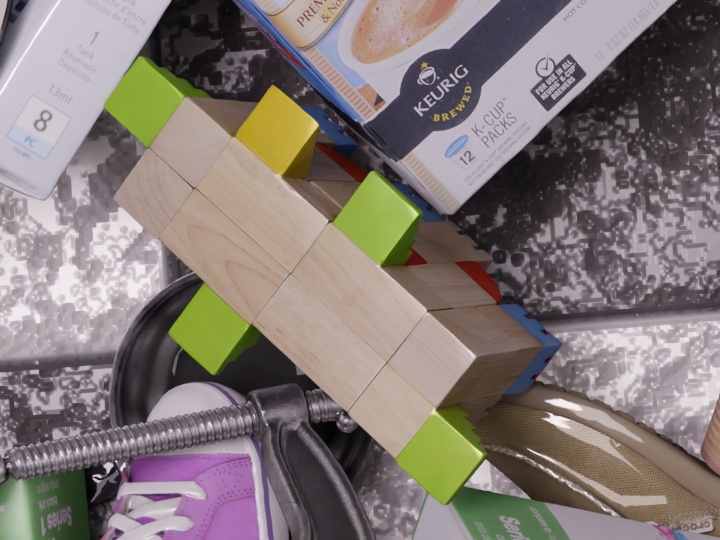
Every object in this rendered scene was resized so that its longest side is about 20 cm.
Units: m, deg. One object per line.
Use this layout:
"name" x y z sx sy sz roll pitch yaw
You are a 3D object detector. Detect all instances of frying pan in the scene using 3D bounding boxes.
"frying pan" -0.071 0.083 1.158 0.115 0.031 0.190 39 100 7

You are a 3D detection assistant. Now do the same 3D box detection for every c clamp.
"c clamp" -0.080 0.085 1.059 0.200 0.027 0.171 -15 55 -23

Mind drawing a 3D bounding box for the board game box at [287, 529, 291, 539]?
"board game box" -0.022 0.177 1.061 0.023 0.200 0.105 21 108 -21

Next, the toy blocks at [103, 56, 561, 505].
"toy blocks" 0.000 0.000 1.079 0.200 0.137 0.100 42 106 17

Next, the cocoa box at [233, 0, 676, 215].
"cocoa box" 0.046 -0.149 1.088 0.200 0.133 0.131 -43 118 1

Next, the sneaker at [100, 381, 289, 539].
"sneaker" -0.090 0.128 1.068 0.073 0.114 0.201 -9 65 34

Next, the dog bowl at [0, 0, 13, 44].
"dog bowl" -0.233 -0.115 1.038 0.200 0.074 0.200 2 84 -14

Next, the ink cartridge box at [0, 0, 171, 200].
"ink cartridge box" -0.115 -0.138 1.109 0.047 0.160 0.200 31 91 -28

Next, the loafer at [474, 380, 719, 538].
"loafer" 0.115 0.102 1.120 0.200 0.076 0.067 25 83 5

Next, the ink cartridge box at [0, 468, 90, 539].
"ink cartridge box" -0.182 0.182 1.125 0.146 0.084 0.200 -6 90 9

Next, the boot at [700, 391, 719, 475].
"boot" 0.247 0.037 1.076 0.200 0.074 0.155 17 111 -15

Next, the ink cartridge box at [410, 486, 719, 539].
"ink cartridge box" 0.108 0.177 1.051 0.200 0.088 0.145 12 104 -17
